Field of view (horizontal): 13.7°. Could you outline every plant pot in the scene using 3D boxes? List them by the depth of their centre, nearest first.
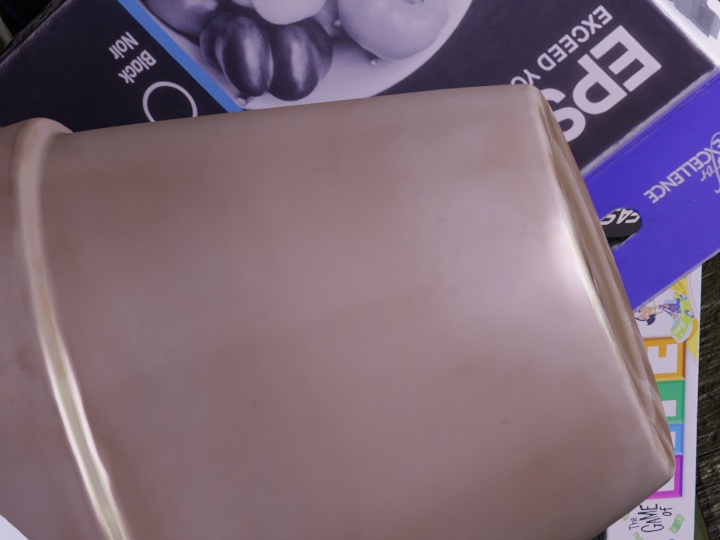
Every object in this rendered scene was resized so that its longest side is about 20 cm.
[{"bbox_3d":[-0.011,0.033,0.840,0.200,0.173,0.201,-19,90,-82],"label":"plant pot"}]

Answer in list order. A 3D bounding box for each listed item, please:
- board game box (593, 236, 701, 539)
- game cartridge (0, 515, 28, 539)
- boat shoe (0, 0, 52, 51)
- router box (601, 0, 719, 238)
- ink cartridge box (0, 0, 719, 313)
[{"bbox_3d":[0.093,0.016,1.163,0.200,0.034,0.135,-107,-165,-68],"label":"board game box"},{"bbox_3d":[-0.075,0.125,0.679,0.200,0.041,0.133,58,17,-54],"label":"game cartridge"},{"bbox_3d":[-0.082,-0.076,1.005,0.202,0.072,0.060,51,20,-47],"label":"boat shoe"},{"bbox_3d":[0.069,-0.082,1.046,0.200,0.062,0.150,-6,47,-51],"label":"router box"},{"bbox_3d":[0.013,-0.045,0.908,0.200,0.198,0.043,43,35,-12],"label":"ink cartridge box"}]
